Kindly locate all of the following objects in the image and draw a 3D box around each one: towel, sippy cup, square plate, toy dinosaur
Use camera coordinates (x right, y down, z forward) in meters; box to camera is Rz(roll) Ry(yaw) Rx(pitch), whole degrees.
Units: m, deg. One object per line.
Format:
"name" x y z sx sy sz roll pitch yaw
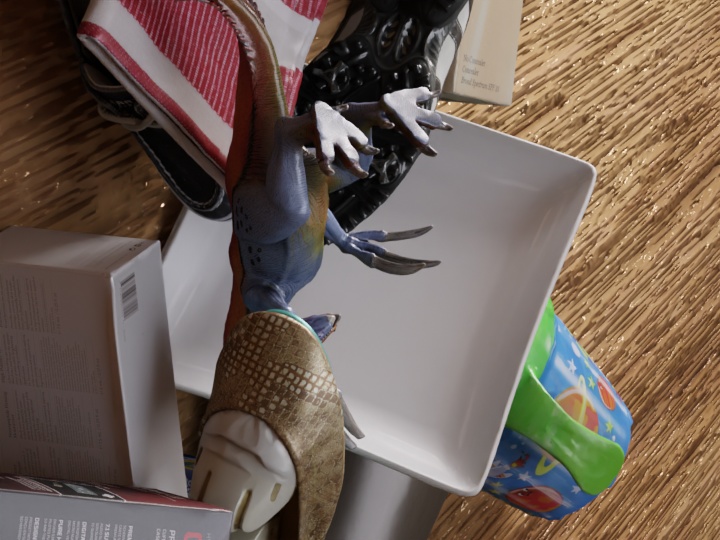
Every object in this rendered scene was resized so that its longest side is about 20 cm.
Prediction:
"towel" -0.058 -0.153 0.941 0.144 0.023 0.201 46 53 -47
"sippy cup" 0.098 0.086 1.266 0.130 0.139 0.178 40 32 -31
"square plate" 0.000 0.000 1.047 0.028 0.199 0.199 93 18 -66
"toy dinosaur" -0.031 -0.023 0.938 0.200 0.181 0.105 51 46 3

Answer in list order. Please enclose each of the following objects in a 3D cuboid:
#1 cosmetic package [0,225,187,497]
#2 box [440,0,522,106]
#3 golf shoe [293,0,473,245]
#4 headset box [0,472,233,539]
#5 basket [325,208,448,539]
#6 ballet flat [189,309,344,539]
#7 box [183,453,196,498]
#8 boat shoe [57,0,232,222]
"cosmetic package" -0.128 0.083 0.932 0.051 0.082 0.201 -44 135 -59
"box" 0.052 -0.205 1.223 0.095 0.077 0.201 -1 97 -63
"golf shoe" 0.014 -0.100 1.040 0.201 0.078 0.094 -62 172 -1
"headset box" -0.146 0.160 0.828 0.199 0.075 0.149 11 86 -34
"basket" -0.003 0.085 1.131 0.180 0.136 0.201 32 71 -43
"ballet flat" -0.048 0.113 0.912 0.065 0.070 0.201 -46 145 -48
"box" -0.100 0.196 1.028 0.064 0.070 0.201 9 88 -62
"boat shoe" -0.101 -0.097 0.951 0.068 0.071 0.201 -57 141 -44
